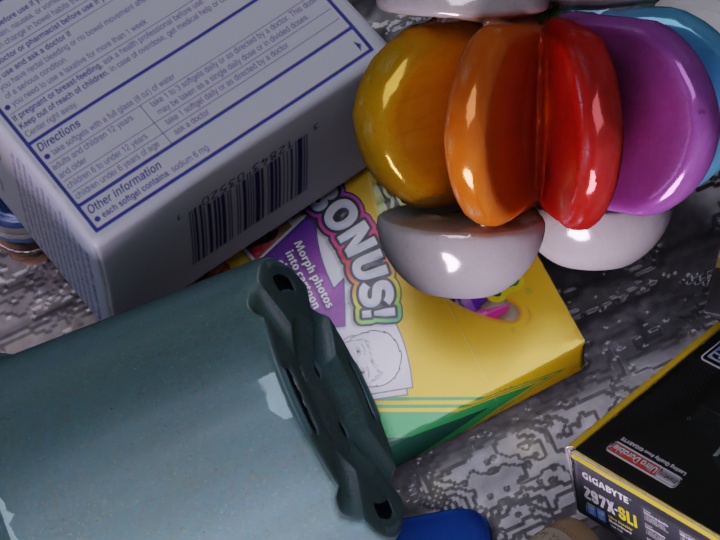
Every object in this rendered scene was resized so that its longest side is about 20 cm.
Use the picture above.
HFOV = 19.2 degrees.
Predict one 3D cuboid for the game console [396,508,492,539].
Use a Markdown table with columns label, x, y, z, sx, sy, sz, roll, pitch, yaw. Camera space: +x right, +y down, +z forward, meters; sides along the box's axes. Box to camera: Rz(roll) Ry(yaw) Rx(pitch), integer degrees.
| label | x | y | z | sx | sy | sz | roll | pitch | yaw |
| --- | --- | --- | --- | --- | --- | --- | --- | --- | --- |
| game console | -0.014 | 0.237 | 1.100 | 0.199 | 0.118 | 0.172 | -11 | 104 | 6 |

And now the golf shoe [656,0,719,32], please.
| label | x | y | z | sx | sy | sz | roll | pitch | yaw |
| --- | --- | --- | --- | --- | --- | --- | --- | --- | --- |
| golf shoe | 0.239 | -0.106 | 1.123 | 0.199 | 0.092 | 0.073 | 23 | 79 | 16 |

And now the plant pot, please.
| label | x | y | z | sx | sy | sz | roll | pitch | yaw |
| --- | --- | --- | --- | --- | --- | --- | --- | --- | --- |
| plant pot | -0.096 | 0.101 | 1.022 | 0.195 | 0.200 | 0.201 | -26 | 72 | 13 |

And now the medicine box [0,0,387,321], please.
| label | x | y | z | sx | sy | sz | roll | pitch | yaw |
| --- | --- | --- | --- | --- | --- | --- | --- | --- | --- |
| medicine box | -0.115 | -0.107 | 1.092 | 0.182 | 0.103 | 0.200 | -34 | 69 | -18 |

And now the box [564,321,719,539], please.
| label | x | y | z | sx | sy | sz | roll | pitch | yaw |
| --- | --- | --- | --- | --- | --- | --- | --- | --- | --- |
| box | 0.225 | 0.098 | 1.020 | 0.159 | 0.050 | 0.200 | -34 | 42 | -26 |

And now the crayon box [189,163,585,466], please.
| label | x | y | z | sx | sy | sz | roll | pitch | yaw |
| --- | --- | --- | --- | --- | --- | --- | --- | --- | --- |
| crayon box | 0.000 | 0.000 | 1.144 | 0.172 | 0.058 | 0.201 | -28 | 72 | 0 |

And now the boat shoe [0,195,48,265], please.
| label | x | y | z | sx | sy | sz | roll | pitch | yaw |
| --- | --- | --- | --- | --- | --- | --- | --- | --- | --- |
| boat shoe | -0.147 | -0.091 | 1.183 | 0.072 | 0.072 | 0.200 | 29 | 66 | 14 |

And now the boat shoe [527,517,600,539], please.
| label | x | y | z | sx | sy | sz | roll | pitch | yaw |
| --- | --- | --- | --- | --- | --- | --- | --- | --- | --- |
| boat shoe | 0.140 | 0.216 | 1.052 | 0.064 | 0.071 | 0.201 | -29 | 90 | -44 |

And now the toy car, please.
| label | x | y | z | sx | sy | sz | roll | pitch | yaw |
| --- | --- | --- | --- | --- | --- | --- | --- | --- | --- |
| toy car | 0.103 | -0.077 | 1.026 | 0.150 | 0.199 | 0.176 | 15 | 111 | 52 |

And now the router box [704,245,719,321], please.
| label | x | y | z | sx | sy | sz | roll | pitch | yaw |
| --- | --- | --- | --- | --- | --- | --- | --- | --- | --- |
| router box | 0.279 | -0.032 | 1.011 | 0.199 | 0.052 | 0.158 | 12 | 86 | 27 |
